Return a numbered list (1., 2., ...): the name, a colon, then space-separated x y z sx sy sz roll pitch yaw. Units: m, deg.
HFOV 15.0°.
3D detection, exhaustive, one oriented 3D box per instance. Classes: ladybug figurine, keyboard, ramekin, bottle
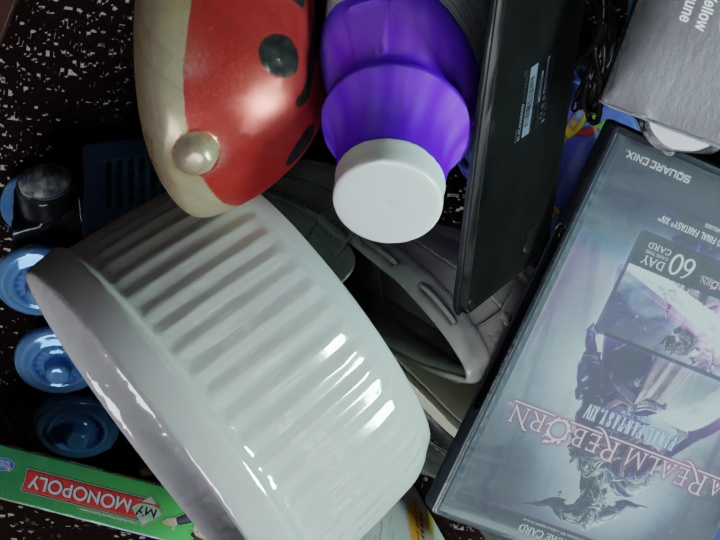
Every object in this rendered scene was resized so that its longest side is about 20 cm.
1. ladybug figurine: -0.053 -0.103 1.212 0.072 0.200 0.136 -6 129 9
2. keyboard: 0.081 -0.087 1.215 0.021 0.127 0.201 25 127 25
3. ramekin: -0.055 0.050 1.278 0.105 0.200 0.201 -37 129 -10
4. bottle: 0.019 -0.096 1.210 0.065 0.201 0.084 -15 130 20

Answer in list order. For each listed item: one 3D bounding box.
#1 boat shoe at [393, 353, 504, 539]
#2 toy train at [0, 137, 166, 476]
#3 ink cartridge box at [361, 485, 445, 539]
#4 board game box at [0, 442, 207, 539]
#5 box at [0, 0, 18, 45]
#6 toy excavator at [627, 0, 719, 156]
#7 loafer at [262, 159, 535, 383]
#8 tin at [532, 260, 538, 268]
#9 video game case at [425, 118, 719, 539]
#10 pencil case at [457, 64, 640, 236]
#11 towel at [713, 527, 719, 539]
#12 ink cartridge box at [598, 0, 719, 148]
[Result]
1. boat shoe: 0.042 0.083 1.468 0.067 0.072 0.200 -29 127 24
2. toy train: -0.122 0.021 1.419 0.114 0.087 0.201 -6 133 3
3. ink cartridge box: 0.009 0.187 1.540 0.068 0.115 0.200 -13 132 18
4. board game box: -0.141 0.119 1.464 0.134 0.029 0.200 16 174 -8
5. box: -0.189 -0.152 1.243 0.075 0.100 0.200 14 133 -18
6. toy excavator: 0.219 -0.152 1.219 0.193 0.100 0.201 6 120 7
7. loafer: 0.000 0.000 1.340 0.199 0.070 0.070 22 136 37
8. tin: 0.133 0.059 1.401 0.112 0.042 0.200 19 161 37
9. video game case: 0.134 0.045 1.288 0.142 0.019 0.201 21 100 -21
10. pencil case: 0.138 -0.024 1.352 0.087 0.078 0.200 -43 118 14
11. towel: 0.214 0.043 1.355 0.145 0.024 0.200 30 98 -41
12. ink cartridge box: 0.227 -0.129 1.165 0.199 0.047 0.198 20 106 4
